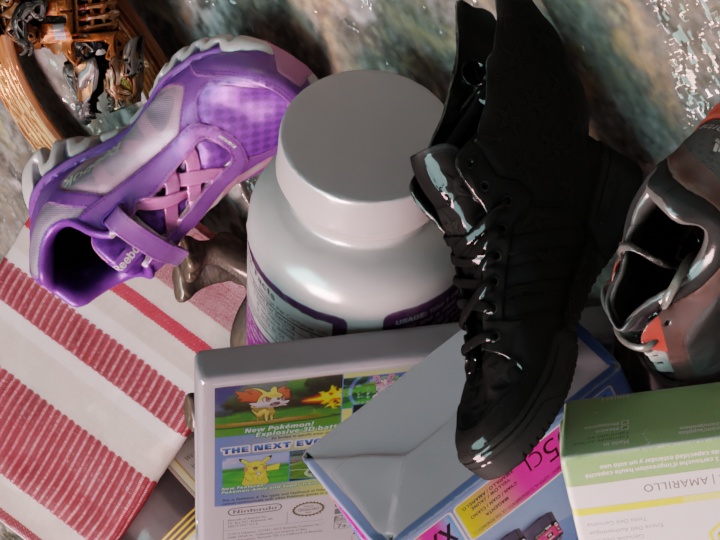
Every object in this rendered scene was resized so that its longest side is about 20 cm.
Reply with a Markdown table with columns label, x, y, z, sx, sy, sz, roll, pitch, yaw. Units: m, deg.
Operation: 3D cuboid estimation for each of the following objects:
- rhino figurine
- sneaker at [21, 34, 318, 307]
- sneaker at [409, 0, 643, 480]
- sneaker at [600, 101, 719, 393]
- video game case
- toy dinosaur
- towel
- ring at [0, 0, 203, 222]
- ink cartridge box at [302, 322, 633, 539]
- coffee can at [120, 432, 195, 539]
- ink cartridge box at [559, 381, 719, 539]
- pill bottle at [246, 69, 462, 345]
| label | x | y | z | sx | sy | sz | roll | pitch | yaw |
| --- | --- | --- | --- | --- | --- | --- | --- | --- | --- |
| rhino figurine | -0.048 | 0.068 | 1.582 | 0.060 | 0.087 | 0.201 | -129 | 33 | -66 |
| sneaker | -0.100 | -0.043 | 1.502 | 0.200 | 0.089 | 0.080 | -31 | 122 | 35 |
| sneaker | 0.056 | -0.018 | 1.281 | 0.104 | 0.201 | 0.060 | 34 | 152 | -19 |
| sneaker | 0.130 | 0.009 | 1.273 | 0.077 | 0.082 | 0.201 | 46 | 150 | 29 |
| video game case | 0.018 | 0.090 | 1.448 | 0.183 | 0.198 | 0.022 | 94 | 168 | -51 |
| toy dinosaur | -0.184 | -0.168 | 1.544 | 0.201 | 0.135 | 0.102 | 68 | -170 | 15 |
| towel | -0.150 | 0.050 | 1.635 | 0.144 | 0.201 | 0.023 | 35 | -171 | 15 |
| ring | -0.149 | -0.104 | 1.647 | 0.200 | 0.019 | 0.201 | 38 | 148 | 28 |
| ink cartridge box | 0.076 | 0.115 | 1.384 | 0.076 | 0.136 | 0.200 | 49 | 174 | 37 |
| coffee can | -0.076 | 0.159 | 1.697 | 0.200 | 0.146 | 0.147 | 46 | 151 | 12 |
| ink cartridge box | 0.175 | 0.137 | 1.310 | 0.144 | 0.048 | 0.201 | -8 | 123 | 10 |
| pill bottle | 0.000 | 0.000 | 1.439 | 0.112 | 0.112 | 0.201 | 39 | 149 | 25 |
